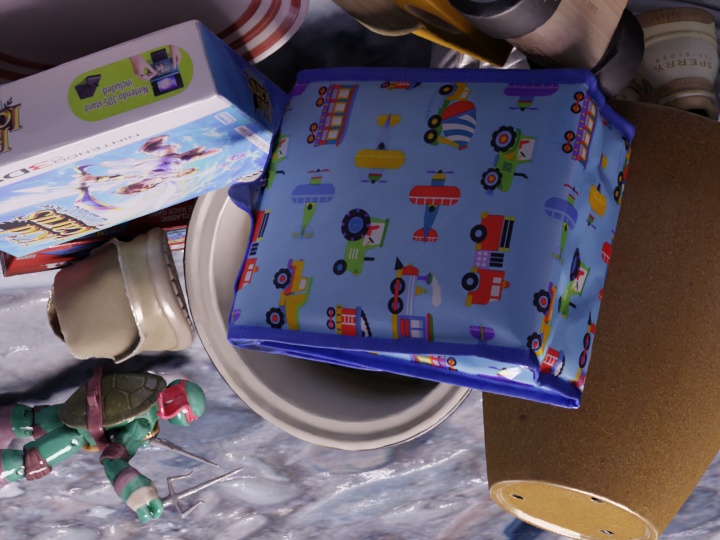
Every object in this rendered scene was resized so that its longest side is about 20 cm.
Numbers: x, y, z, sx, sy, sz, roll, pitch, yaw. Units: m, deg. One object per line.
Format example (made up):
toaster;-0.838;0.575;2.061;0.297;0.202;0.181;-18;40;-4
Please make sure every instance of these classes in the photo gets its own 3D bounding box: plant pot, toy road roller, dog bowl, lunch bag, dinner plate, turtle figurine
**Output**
plant pot;0.139;0.040;1.358;0.186;0.200;0.186;16;161;6
toy road roller;0.070;-0.184;1.283;0.200;0.146;0.123;22;174;36
dog bowl;0.000;0.000;1.481;0.200;0.200;0.074;-23;-176;30
lunch bag;0.021;-0.025;1.282;0.200;0.151;0.094;8;166;23
dinner plate;-0.126;-0.133;1.294;0.200;0.024;0.200;-7;161;-3
turtle figurine;-0.181;0.120;1.843;0.200;0.101;0.150;-9;-165;8

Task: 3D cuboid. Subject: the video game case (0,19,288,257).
video game case;-0.139;-0.065;1.349;0.181;0.046;0.200;-17;169;9

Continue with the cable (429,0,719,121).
cable;0.136;-0.116;1.465;0.200;0.069;0.200;-2;155;-12

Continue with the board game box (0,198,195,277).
board game box;-0.121;-0.026;1.576;0.200;0.019;0.103;-9;174;-14

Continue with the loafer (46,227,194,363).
loafer;-0.149;0.023;1.537;0.068;0.076;0.200;-15;175;-15

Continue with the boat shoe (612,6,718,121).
boat shoe;0.160;-0.073;1.404;0.073;0.063;0.200;-8;156;-2
